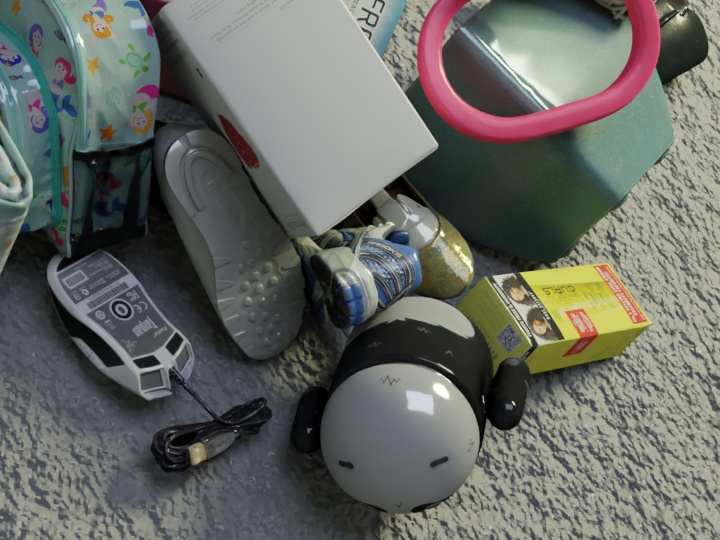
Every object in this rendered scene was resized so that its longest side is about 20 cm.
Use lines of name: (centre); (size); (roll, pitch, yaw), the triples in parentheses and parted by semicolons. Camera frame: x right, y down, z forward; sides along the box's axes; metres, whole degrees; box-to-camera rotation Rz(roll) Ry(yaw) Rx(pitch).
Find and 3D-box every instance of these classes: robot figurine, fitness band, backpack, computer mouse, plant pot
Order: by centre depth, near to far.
backpack: (-0.231, -0.131, 1.264); (0.150, 0.201, 0.178); (-11, 40, -36)
computer mouse: (-0.165, 0.065, 1.278); (0.200, 0.044, 0.110); (48, 43, 10)
robot figurine: (0.038, 0.100, 1.286); (0.125, 0.150, 0.200); (38, 25, -9)
fitness band: (0.143, -0.181, 1.357); (0.199, 0.037, 0.144); (-16, 93, -9)
plant pot: (0.156, -0.127, 1.491); (0.200, 0.196, 0.196); (45, 49, 3)

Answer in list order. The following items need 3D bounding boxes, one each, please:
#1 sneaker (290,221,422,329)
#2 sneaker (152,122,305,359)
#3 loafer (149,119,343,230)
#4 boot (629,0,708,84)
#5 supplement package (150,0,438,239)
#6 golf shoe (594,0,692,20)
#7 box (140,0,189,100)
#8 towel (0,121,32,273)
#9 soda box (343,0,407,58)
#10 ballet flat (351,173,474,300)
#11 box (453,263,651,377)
sneaker: (0.000, 0.000, 1.326); (0.085, 0.200, 0.077); (-20, 104, -11)
sneaker: (-0.106, -0.025, 1.324); (0.076, 0.080, 0.201); (-28, 111, -21)
loafer: (-0.109, -0.080, 1.403); (0.199, 0.073, 0.072); (20, 41, -21)
boot: (0.244, -0.254, 1.696); (0.200, 0.076, 0.168); (48, 53, 3)
supplement package: (-0.055, -0.138, 1.277); (0.120, 0.121, 0.200); (-36, 98, -12)
golf shoe: (0.215, -0.258, 1.439); (0.199, 0.077, 0.089); (-15, 89, -33)
box: (-0.144, -0.230, 1.460); (0.199, 0.109, 0.128); (18, 50, -14)
towel: (-0.308, -0.076, 1.222); (0.048, 0.171, 0.201); (-18, 66, -34)
soda box: (-0.017, -0.192, 1.382); (0.068, 0.064, 0.201); (24, 89, -19)
ballet flat: (0.025, -0.048, 1.402); (0.070, 0.071, 0.200); (-3, 35, -28)
box: (0.163, 0.041, 1.420); (0.199, 0.050, 0.075); (-4, 54, -52)
